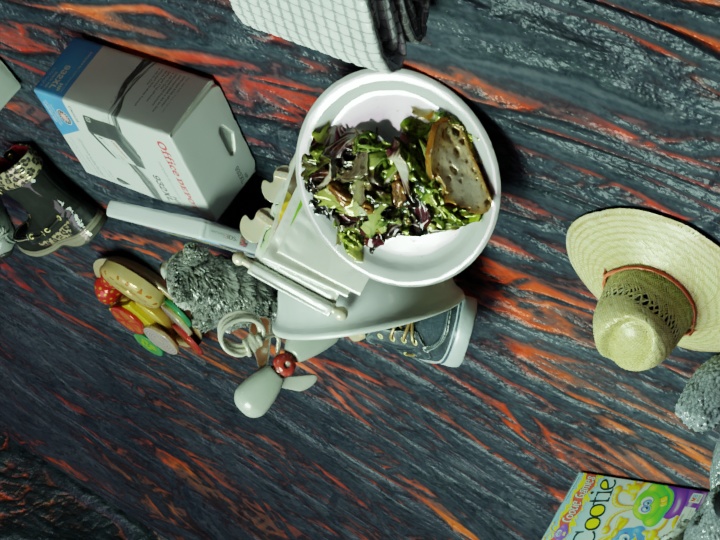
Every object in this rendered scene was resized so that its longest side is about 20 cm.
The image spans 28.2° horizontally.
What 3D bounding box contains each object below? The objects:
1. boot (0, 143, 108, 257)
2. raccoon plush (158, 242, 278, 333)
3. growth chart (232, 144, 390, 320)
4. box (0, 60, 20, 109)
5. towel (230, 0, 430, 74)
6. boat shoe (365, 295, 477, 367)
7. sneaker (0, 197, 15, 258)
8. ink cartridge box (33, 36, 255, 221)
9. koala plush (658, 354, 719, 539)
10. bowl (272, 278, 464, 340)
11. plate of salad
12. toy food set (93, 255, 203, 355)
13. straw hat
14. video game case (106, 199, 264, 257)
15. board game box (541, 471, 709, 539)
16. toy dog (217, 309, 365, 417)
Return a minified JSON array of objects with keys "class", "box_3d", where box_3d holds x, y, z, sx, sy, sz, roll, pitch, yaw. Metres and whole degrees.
[{"class":"boot","box_3d":[-0.447,-0.094,1.950,0.199,0.074,0.151,-3,137,50]},{"class":"raccoon plush","box_3d":[-0.138,0.014,1.691,0.197,0.098,0.134,-2,167,4]},{"class":"growth chart","box_3d":[-0.023,-0.058,1.334,0.144,0.201,0.018,36,-169,10]},{"class":"box","box_3d":[-0.564,-0.233,1.725,0.198,0.172,0.200,7,145,48]},{"class":"towel","box_3d":[-0.038,-0.255,1.090,0.164,0.086,0.201,25,156,26]},{"class":"boat shoe","box_3d":[0.059,0.059,1.502,0.090,0.072,0.200,15,169,-8]},{"class":"sneaker","box_3d":[-0.519,-0.051,2.011,0.074,0.201,0.116,-16,126,6]},{"class":"ink cartridge box","box_3d":[-0.228,-0.151,1.534,0.198,0.084,0.146,20,153,30]},{"class":"koala plush","box_3d":[0.357,0.219,1.288,0.176,0.201,0.185,16,150,37]},{"class":"bowl","box_3d":[0.000,0.000,1.432,0.200,0.199,0.092,1,105,52]},{"class":"plate of salad","box_3d":[0.027,-0.077,1.263,0.197,0.048,0.203,10,115,22]},{"class":"toy food set","box_3d":[-0.308,0.054,2.070,0.198,0.049,0.199,44,155,-18]},{"class":"straw hat","box_3d":[0.244,0.040,1.250,0.199,0.086,0.202,29,156,14]},{"class":"video game case","box_3d":[-0.161,-0.038,1.615,0.181,0.023,0.199,17,178,-41]},{"class":"board game box","box_3d":[0.321,0.308,1.625,0.105,0.104,0.199,47,154,-27]},{"class":"toy dog","box_3d":[-0.073,0.076,1.658,0.133,0.198,0.096,67,166,-11]}]
